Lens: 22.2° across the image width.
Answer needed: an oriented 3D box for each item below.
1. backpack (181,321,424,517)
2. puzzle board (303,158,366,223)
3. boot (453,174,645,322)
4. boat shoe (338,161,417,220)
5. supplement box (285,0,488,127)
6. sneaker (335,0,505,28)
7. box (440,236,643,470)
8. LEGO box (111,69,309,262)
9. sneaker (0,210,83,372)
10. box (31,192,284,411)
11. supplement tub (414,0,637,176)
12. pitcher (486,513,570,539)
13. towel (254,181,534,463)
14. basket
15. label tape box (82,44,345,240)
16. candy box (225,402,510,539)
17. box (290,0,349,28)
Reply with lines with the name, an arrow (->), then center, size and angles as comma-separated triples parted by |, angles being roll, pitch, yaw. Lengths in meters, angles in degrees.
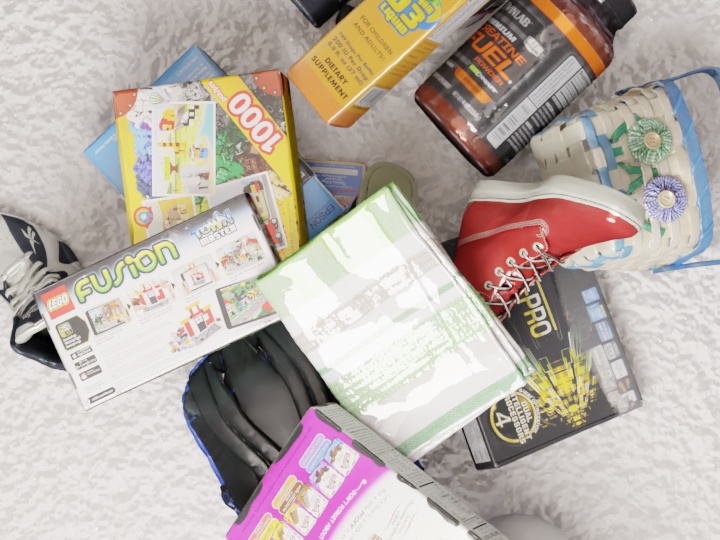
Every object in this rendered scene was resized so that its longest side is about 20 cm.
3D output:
backpack -> -0.062, 0.141, 1.608 | 0.162, 0.168, 0.200 | -35, 90, -2
puzzle board -> -0.097, -0.030, 1.692 | 0.199, 0.017, 0.152 | 4, 88, 4
boot -> 0.142, -0.001, 1.506 | 0.072, 0.200, 0.145 | 32, 72, -31
boat shoe -> -0.002, -0.001, 1.593 | 0.074, 0.066, 0.200 | 19, 56, -9
supplement box -> 0.033, -0.213, 1.594 | 0.200, 0.069, 0.067 | -41, 80, 11
sneaker -> 0.062, -0.252, 1.651 | 0.199, 0.080, 0.087 | -34, 85, 3
box -> 0.143, 0.056, 1.625 | 0.160, 0.049, 0.201 | -19, 87, -24
LEGO box -> -0.125, -0.063, 1.586 | 0.148, 0.077, 0.201 | -8, 90, 3
sneaker -> -0.290, 0.022, 1.651 | 0.079, 0.130, 0.200 | -37, 86, 3
box -> -0.161, 0.026, 1.533 | 0.199, 0.035, 0.111 | -24, 90, 4
supplement tub -> 0.150, -0.186, 1.629 | 0.200, 0.107, 0.107 | -44, 86, 2
pitcher -> 0.159, 0.279, 1.572 | 0.170, 0.200, 0.122 | 10, 90, 5
towel -> 0.027, 0.049, 1.491 | 0.149, 0.031, 0.200 | -36, 97, 10
basket -> 0.262, -0.079, 1.610 | 0.199, 0.139, 0.177 | -14, 86, -31
label tape box -> -0.130, -0.081, 1.658 | 0.143, 0.066, 0.200 | -43, 90, 2
candy box -> 0.010, 0.219, 1.471 | 0.200, 0.061, 0.137 | 38, 103, 17
box -> -0.013, -0.330, 1.599 | 0.200, 0.197, 0.118 | -42, 85, 3
